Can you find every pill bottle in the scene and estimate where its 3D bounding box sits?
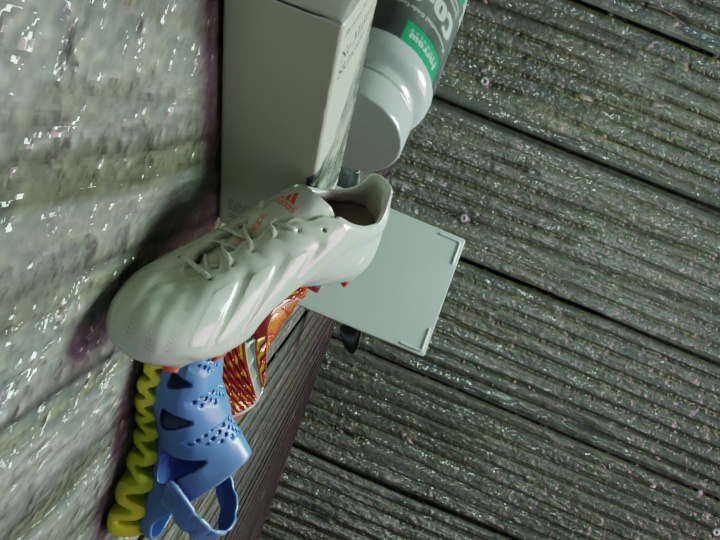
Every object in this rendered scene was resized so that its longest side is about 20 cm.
[{"bbox_3d":[0.022,-0.196,0.650,0.114,0.111,0.203,108,3,-60],"label":"pill bottle"}]

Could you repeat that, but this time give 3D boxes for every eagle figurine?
[{"bbox_3d":[-0.021,0.044,1.416,0.151,0.201,0.151,-37,-140,-2],"label":"eagle figurine"}]

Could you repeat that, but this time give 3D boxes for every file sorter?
[{"bbox_3d":[0.000,0.000,0.869,0.125,0.196,0.142,126,-14,-82],"label":"file sorter"}]

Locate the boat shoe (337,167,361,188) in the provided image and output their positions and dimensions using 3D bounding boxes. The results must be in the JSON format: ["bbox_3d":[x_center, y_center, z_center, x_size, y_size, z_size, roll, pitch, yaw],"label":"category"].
[{"bbox_3d":[0.000,-0.167,0.979,0.201,0.065,0.071,-66,177,-54],"label":"boat shoe"}]

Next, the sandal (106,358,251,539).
[{"bbox_3d":[-0.112,0.111,0.499,0.080,0.085,0.204,-60,169,-63],"label":"sandal"}]

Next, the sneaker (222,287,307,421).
[{"bbox_3d":[-0.101,0.043,0.614,0.077,0.073,0.202,-35,-157,43],"label":"sneaker"}]

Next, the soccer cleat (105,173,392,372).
[{"bbox_3d":[-0.055,-0.010,0.409,0.198,0.069,0.078,-25,151,-48],"label":"soccer cleat"}]

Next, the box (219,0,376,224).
[{"bbox_3d":[-0.042,-0.106,0.452,0.201,0.067,0.083,108,5,-56],"label":"box"}]
